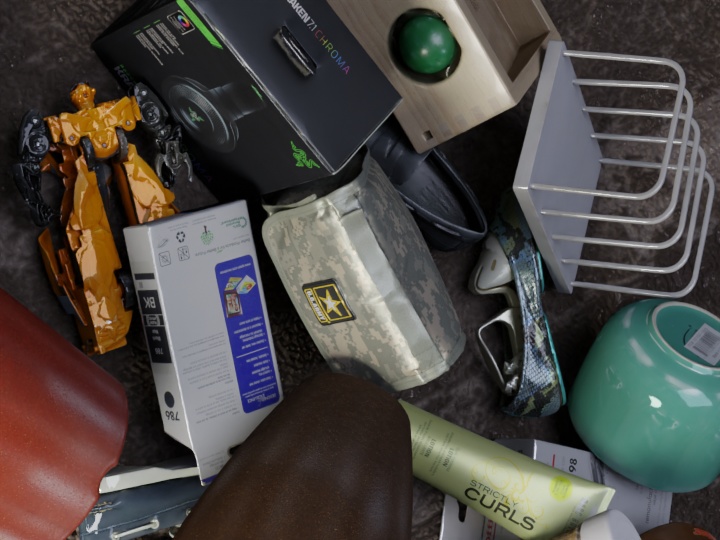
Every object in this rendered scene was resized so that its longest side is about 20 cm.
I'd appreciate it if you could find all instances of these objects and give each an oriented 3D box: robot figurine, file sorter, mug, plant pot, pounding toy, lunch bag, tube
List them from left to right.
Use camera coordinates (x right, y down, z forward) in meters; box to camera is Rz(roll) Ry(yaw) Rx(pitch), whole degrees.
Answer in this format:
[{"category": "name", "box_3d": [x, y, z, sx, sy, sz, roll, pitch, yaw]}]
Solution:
[{"category": "plant pot", "box_3d": [-0.280, 0.094, 1.306, 0.195, 0.200, 0.202, 37, 68, -31]}, {"category": "robot figurine", "box_3d": [-0.193, -0.045, 1.438, 0.144, 0.058, 0.202, -17, 95, -31]}, {"category": "plant pot", "box_3d": [-0.036, 0.181, 1.372, 0.186, 0.186, 0.201, 38, 52, -22]}, {"category": "lunch bag", "box_3d": [0.000, 0.000, 1.456, 0.117, 0.200, 0.165, -28, 101, -2]}, {"category": "pounding toy", "box_3d": [0.041, -0.205, 1.539, 0.185, 0.141, 0.200, 58, 31, -13]}, {"category": "tube", "box_3d": [0.108, 0.171, 1.551, 0.199, 0.058, 0.052, 27, 37, 1]}, {"category": "file sorter", "box_3d": [0.221, -0.080, 1.585, 0.200, 0.123, 0.140, 57, 44, -59]}, {"category": "mug", "box_3d": [0.266, 0.087, 1.634, 0.150, 0.115, 0.186, 6, 39, -23]}]

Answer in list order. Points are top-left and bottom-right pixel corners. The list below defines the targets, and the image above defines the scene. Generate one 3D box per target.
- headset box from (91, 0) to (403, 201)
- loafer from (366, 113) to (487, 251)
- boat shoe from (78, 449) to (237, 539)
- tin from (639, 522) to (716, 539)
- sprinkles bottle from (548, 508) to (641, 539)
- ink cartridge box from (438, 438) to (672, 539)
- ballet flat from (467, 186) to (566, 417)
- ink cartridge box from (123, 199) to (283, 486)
[{"category": "headset box", "box_3d": [-0.086, -0.153, 1.431, 0.175, 0.199, 0.093, 51, 63, -17]}, {"category": "loafer", "box_3d": [0.034, -0.097, 1.570, 0.201, 0.070, 0.068, 47, 66, -18]}, {"category": "boat shoe", "box_3d": [-0.129, 0.176, 1.440, 0.199, 0.074, 0.063, -5, 90, -41]}, {"category": "tin", "box_3d": [0.235, 0.299, 1.607, 0.111, 0.042, 0.200, 26, 110, -37]}, {"category": "sprinkles bottle", "box_3d": [0.135, 0.262, 1.521, 0.068, 0.199, 0.069, 44, 30, -34]}, {"category": "ink cartridge box", "box_3d": [0.171, 0.213, 1.622, 0.198, 0.066, 0.117, 15, 79, -29]}, {"category": "ballet flat", "box_3d": [0.128, 0.030, 1.619, 0.074, 0.074, 0.202, -10, 87, -31]}, {"category": "ink cartridge box", "box_3d": [-0.114, 0.054, 1.428, 0.099, 0.039, 0.202, -16, 98, -42]}]
